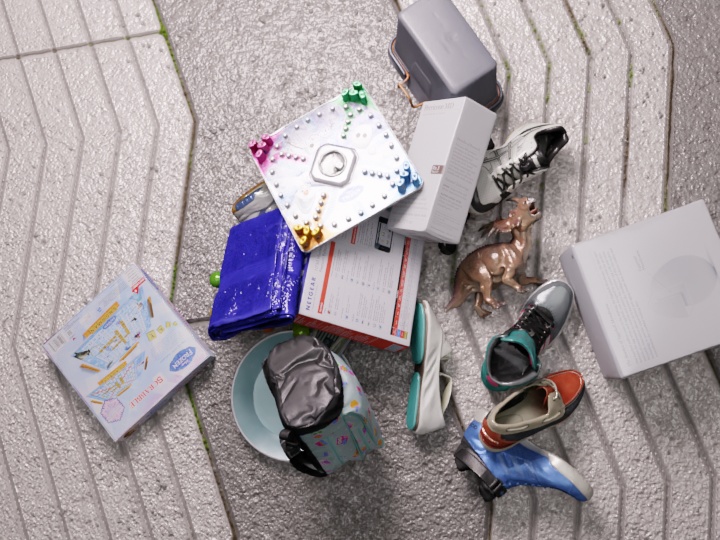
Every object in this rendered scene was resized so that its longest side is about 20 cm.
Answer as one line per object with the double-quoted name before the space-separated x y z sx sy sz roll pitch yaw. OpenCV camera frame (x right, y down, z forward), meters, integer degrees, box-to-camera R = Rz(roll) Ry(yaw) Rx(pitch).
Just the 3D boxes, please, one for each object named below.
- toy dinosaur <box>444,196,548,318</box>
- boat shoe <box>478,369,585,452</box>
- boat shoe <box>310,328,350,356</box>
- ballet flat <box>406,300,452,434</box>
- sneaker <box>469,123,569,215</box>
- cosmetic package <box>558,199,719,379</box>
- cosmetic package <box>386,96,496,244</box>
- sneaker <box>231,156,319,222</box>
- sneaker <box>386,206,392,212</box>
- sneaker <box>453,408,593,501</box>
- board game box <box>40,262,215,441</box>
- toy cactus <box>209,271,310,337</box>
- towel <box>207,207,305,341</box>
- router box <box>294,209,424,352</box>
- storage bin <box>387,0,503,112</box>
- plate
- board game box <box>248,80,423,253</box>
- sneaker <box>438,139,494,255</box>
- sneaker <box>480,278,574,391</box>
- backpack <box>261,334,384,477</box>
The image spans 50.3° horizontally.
"toy dinosaur" 0.199 -0.013 1.169 0.199 0.086 0.136 -31 80 5
"boat shoe" 0.255 0.192 1.108 0.199 0.063 0.071 -24 54 -26
"boat shoe" -0.026 0.069 1.172 0.071 0.062 0.201 23 71 6
"ballet flat" 0.109 0.148 1.169 0.069 0.069 0.202 3 86 6
"sneaker" 0.233 -0.161 1.151 0.200 0.087 0.076 -46 113 -20
"cosmetic package" 0.424 0.033 1.119 0.198 0.123 0.201 -18 81 1
"cosmetic package" 0.117 -0.145 1.117 0.074 0.101 0.202 18 86 -34
"sneaker" -0.104 -0.117 1.198 0.199 0.075 0.088 -28 109 27
"sneaker" -0.013 -0.130 1.213 0.200 0.074 0.082 38 88 20
"sneaker" 0.230 0.303 1.120 0.199 0.077 0.112 33 80 13
"board game box" -0.369 0.129 1.220 0.200 0.041 0.200 -41 80 -2
"toy cactus" -0.136 0.041 1.191 0.199 0.103 0.165 24 59 33
"towel" -0.150 -0.002 1.112 0.147 0.050 0.201 -15 49 24
"router box" 0.000 0.000 1.141 0.178 0.049 0.202 19 68 -19
"storage bin" 0.125 -0.328 1.194 0.145 0.134 0.201 -33 79 0
"plate" -0.103 0.194 1.195 0.198 0.026 0.202 -1 82 5
"board game box" -0.040 -0.155 1.107 0.199 0.026 0.201 -30 68 0
"sneaker" 0.168 -0.122 1.193 0.087 0.076 0.202 7 82 1
"sneaker" 0.244 0.096 1.118 0.083 0.121 0.201 36 94 8
"backpack" -0.048 0.202 1.078 0.126 0.201 0.168 -19 46 5
